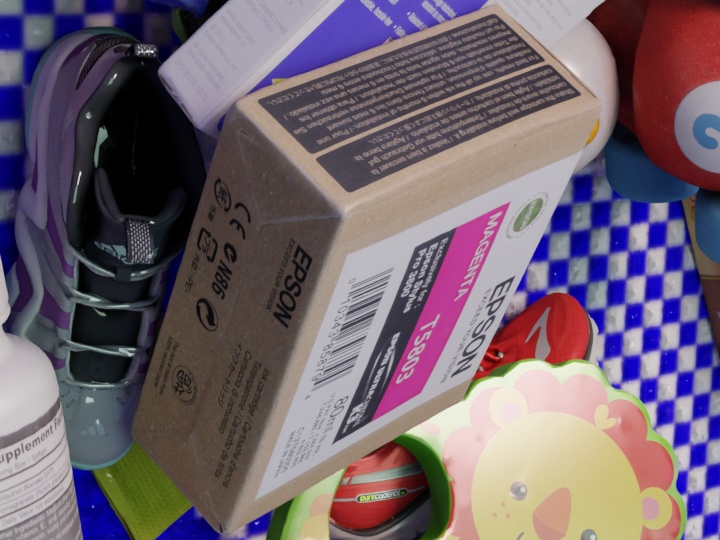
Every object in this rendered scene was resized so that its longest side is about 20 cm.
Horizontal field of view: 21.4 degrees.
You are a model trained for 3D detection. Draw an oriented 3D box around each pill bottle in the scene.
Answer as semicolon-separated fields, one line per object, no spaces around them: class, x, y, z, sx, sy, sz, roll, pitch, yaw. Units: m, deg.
pill bottle;-0.177;0.092;0.808;0.110;0.110;0.202;-17;109;-33

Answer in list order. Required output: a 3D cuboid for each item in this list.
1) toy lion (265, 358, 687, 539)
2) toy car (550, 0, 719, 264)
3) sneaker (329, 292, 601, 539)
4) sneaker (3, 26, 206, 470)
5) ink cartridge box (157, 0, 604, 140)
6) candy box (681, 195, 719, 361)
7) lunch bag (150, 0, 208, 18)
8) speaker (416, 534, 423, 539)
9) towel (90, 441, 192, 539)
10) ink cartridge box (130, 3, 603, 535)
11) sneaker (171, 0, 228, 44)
toy lion;0.062;0.125;0.945;0.199;0.069;0.193;28;73;-14
toy car;0.117;-0.090;0.970;0.198;0.177;0.186;-19;122;-19
sneaker;0.048;0.066;0.998;0.200;0.077;0.085;-39;115;-25
sneaker;-0.108;-0.002;0.817;0.077;0.140;0.202;-3;99;-20
ink cartridge box;0.030;-0.117;0.837;0.200;0.044;0.198;-40;160;9
candy box;0.255;-0.001;1.112;0.056;0.116;0.202;-29;116;-28
lunch bag;-0.134;-0.221;0.771;0.199;0.123;0.171;21;88;-45
speaker;0.043;0.182;1.014;0.199;0.081;0.082;-34;118;-27
towel;-0.053;0.046;0.951;0.200;0.018;0.087;-40;120;-23
ink cartridge box;0.000;0.000;0.826;0.164;0.075;0.201;-25;148;-39
sneaker;-0.004;-0.150;0.905;0.199;0.083;0.077;-21;111;-32
